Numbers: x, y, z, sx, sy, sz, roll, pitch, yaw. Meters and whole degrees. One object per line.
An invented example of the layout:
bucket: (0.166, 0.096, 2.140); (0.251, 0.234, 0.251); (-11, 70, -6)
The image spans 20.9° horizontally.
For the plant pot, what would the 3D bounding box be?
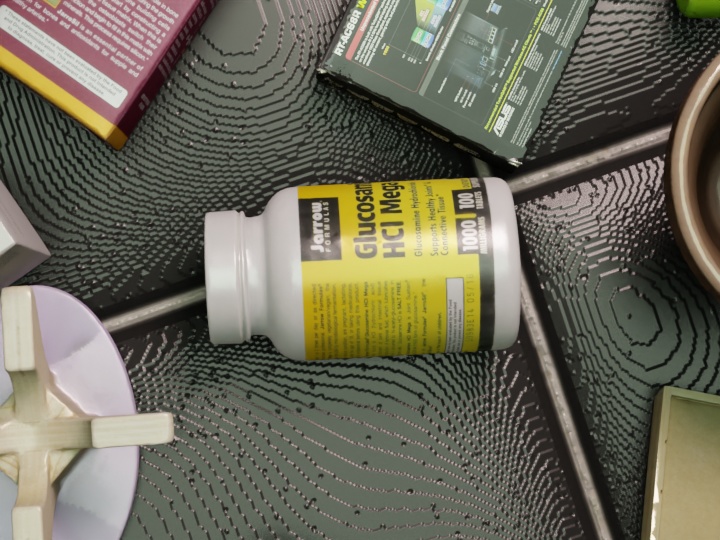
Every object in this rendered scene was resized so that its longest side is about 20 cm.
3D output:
plant pot: (0.278, -0.054, 1.241); (0.198, 0.175, 0.202); (0, 89, -3)

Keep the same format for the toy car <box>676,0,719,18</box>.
toy car: (0.292, -0.278, 1.291); (0.163, 0.158, 0.202); (0, 60, -6)

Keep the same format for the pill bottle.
pill bottle: (0.000, 0.000, 1.260); (0.198, 0.112, 0.114); (-3, 89, -2)

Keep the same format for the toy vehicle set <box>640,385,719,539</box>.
toy vehicle set: (0.287, 0.156, 1.288); (0.198, 0.027, 0.125); (12, 67, -2)

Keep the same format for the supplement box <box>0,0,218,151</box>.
supplement box: (-0.151, -0.193, 1.273); (0.110, 0.086, 0.201); (34, 88, -1)

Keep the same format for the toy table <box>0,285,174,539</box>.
toy table: (-0.207, 0.109, 1.249); (0.182, 0.117, 0.202); (-15, 88, -3)

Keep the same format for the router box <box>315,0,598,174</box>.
router box: (0.077, -0.185, 1.293); (0.149, 0.062, 0.201); (26, 88, -2)

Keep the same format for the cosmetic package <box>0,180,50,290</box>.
cosmetic package: (-0.265, -0.016, 1.208); (0.107, 0.200, 0.085); (-35, 91, -5)
